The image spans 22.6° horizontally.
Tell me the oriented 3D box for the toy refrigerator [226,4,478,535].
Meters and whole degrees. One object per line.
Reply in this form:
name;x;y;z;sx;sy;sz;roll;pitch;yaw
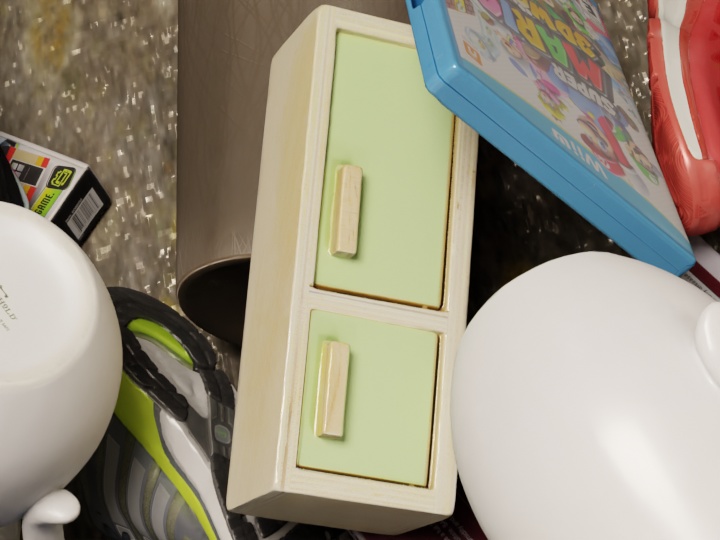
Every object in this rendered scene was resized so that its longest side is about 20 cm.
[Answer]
toy refrigerator;0.000;0.000;0.732;0.076;0.070;0.200;11;72;-19

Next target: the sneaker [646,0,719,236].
sneaker;0.189;-0.089;0.817;0.115;0.078;0.200;-3;38;9

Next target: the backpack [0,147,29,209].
backpack;-0.257;-0.065;0.852;0.151;0.178;0.200;-44;60;13

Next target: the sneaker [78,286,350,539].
sneaker;-0.074;0.104;0.807;0.081;0.074;0.200;-49;64;31

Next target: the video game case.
video game case;0.069;-0.096;0.759;0.018;0.143;0.200;-40;33;23

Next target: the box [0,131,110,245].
box;-0.227;0.017;0.917;0.110;0.035;0.200;20;67;25

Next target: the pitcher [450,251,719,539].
pitcher;0.121;0.072;0.624;0.121;0.172;0.200;-1;44;-32

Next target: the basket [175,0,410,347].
basket;-0.017;-0.070;0.858;0.180;0.136;0.200;-7;61;24

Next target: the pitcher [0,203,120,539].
pitcher;-0.155;0.077;0.748;0.121;0.200;0.172;-32;76;-35

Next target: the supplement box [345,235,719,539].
supplement box;0.101;0.085;0.770;0.200;0.061;0.109;-36;57;-9
